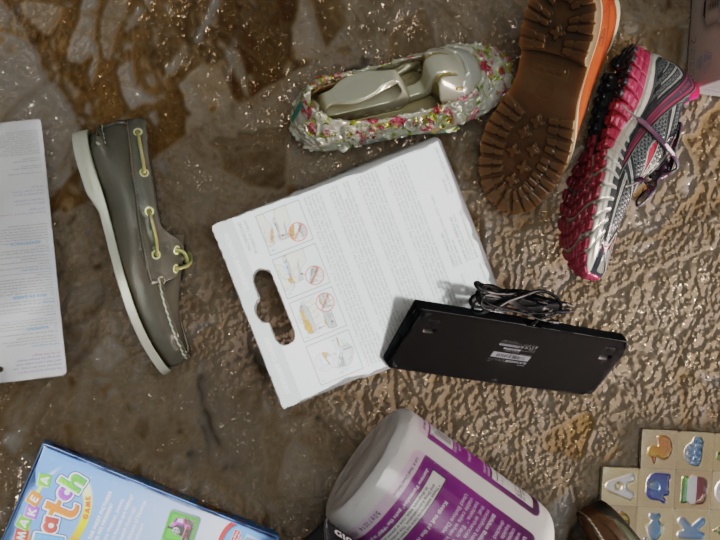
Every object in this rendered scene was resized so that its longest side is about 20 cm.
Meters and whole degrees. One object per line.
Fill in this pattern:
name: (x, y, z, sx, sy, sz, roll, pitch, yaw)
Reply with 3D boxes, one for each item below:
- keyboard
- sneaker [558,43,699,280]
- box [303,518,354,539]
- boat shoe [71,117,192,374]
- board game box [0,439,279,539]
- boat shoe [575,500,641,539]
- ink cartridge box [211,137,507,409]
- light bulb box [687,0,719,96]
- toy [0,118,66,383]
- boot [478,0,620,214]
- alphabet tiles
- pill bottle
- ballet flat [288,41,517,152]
keyboard: (0.123, 0.047, 1.014, 0.200, 0.104, 0.040, 10, 44, -24)
sneaker: (0.223, -0.085, 1.044, 0.075, 0.081, 0.200, 21, 85, -10)
box: (-0.019, 0.313, 0.957, 0.198, 0.050, 0.200, 39, 105, -19)
boat shoe: (-0.166, -0.021, 0.982, 0.060, 0.072, 0.202, -19, 88, -4)
board game box: (-0.186, 0.240, 0.990, 0.200, 0.037, 0.151, 24, 86, -10)
boat shoe: (0.223, 0.290, 1.033, 0.074, 0.076, 0.200, -26, 92, -5)
ink cartridge box: (0.000, 0.000, 1.023, 0.200, 0.057, 0.163, -21, 93, -5)
light bulb box: (0.365, -0.246, 1.010, 0.125, 0.200, 0.199, 4, 88, -9)
toy: (-0.293, -0.011, 0.974, 0.115, 0.047, 0.200, -7, 86, -6)
boot: (0.162, -0.143, 1.037, 0.075, 0.107, 0.200, 25, 113, 19)
alphabet tiles: (0.299, 0.223, 1.086, 0.200, 0.006, 0.167, 4, 89, -9)
pill bottle: (0.081, 0.208, 0.997, 0.200, 0.112, 0.112, 37, 83, -6)
ballet flat: (0.039, -0.144, 1.018, 0.200, 0.064, 0.076, -19, 70, -10)
